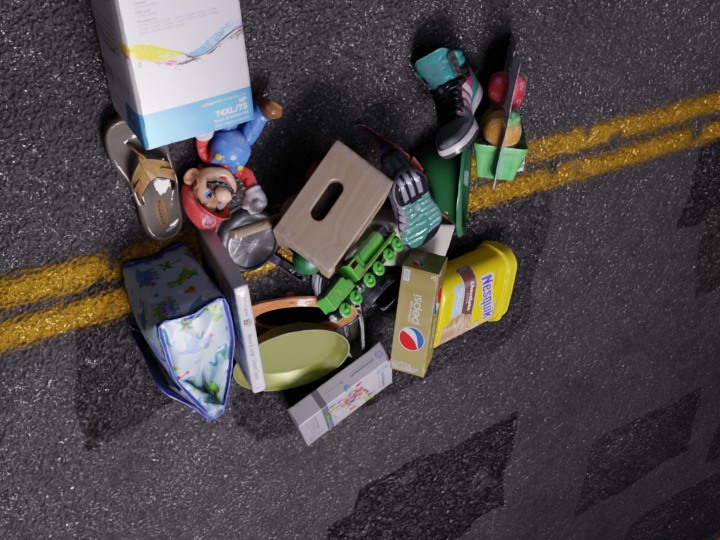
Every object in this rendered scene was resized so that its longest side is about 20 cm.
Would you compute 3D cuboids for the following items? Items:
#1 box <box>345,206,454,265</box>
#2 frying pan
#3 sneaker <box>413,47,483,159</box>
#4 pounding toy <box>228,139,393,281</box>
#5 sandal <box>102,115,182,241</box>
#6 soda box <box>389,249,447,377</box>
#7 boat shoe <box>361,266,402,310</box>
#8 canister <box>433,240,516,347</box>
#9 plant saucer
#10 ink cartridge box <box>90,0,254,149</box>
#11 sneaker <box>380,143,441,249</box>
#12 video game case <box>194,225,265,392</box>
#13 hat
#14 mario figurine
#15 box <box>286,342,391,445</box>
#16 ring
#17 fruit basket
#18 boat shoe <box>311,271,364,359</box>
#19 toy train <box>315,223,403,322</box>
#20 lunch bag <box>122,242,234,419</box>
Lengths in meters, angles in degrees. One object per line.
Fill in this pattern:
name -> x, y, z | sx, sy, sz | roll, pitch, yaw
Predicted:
box -> 0.056, -0.058, 1.393 | 0.197, 0.068, 0.083 | 2, 117, -36
frying pan -> -0.159, -0.018, 1.297 | 0.114, 0.031, 0.192 | -33, 129, -12
sneaker -> 0.128, -0.268, 1.253 | 0.083, 0.202, 0.121 | -22, 123, 30
pounding toy -> -0.069, -0.078, 1.201 | 0.141, 0.184, 0.201 | 36, 84, 1
sandal -> -0.284, -0.118, 1.123 | 0.081, 0.055, 0.203 | -24, 129, -21
soda box -> 0.096, 0.072, 1.393 | 0.068, 0.063, 0.203 | -53, 154, -58
boat shoe -> 0.038, 0.030, 1.401 | 0.075, 0.062, 0.199 | -51, 163, 15
canister -> 0.183, 0.044, 1.506 | 0.198, 0.086, 0.151 | -21, 130, -39
plant saucer -> -0.116, 0.139, 1.379 | 0.196, 0.031, 0.201 | -13, 150, -8
ink cartridge box -> -0.229, -0.280, 0.995 | 0.144, 0.147, 0.203 | -20, 129, -22
sneaker -> 0.074, -0.116, 1.293 | 0.074, 0.088, 0.201 | -27, 150, -6
video game case -> -0.188, 0.045, 1.195 | 0.023, 0.200, 0.185 | -17, 127, -18
hat -> 0.091, -0.161, 1.372 | 0.173, 0.166, 0.203 | 5, 118, 11
mario figurine -> -0.175, -0.147, 1.140 | 0.122, 0.106, 0.203 | 26, 97, 3
box -> -0.032, 0.223, 1.487 | 0.199, 0.041, 0.156 | -36, 160, -13
ring -> -0.103, 0.068, 1.315 | 0.196, 0.020, 0.201 | -4, 161, -1
fruit basket -> 0.235, -0.254, 1.330 | 0.092, 0.186, 0.203 | 13, 118, -1
boat shoe -> -0.025, 0.066, 1.413 | 0.071, 0.071, 0.202 | -31, 131, -14
toy train -> 0.000, 0.000, 1.265 | 0.057, 0.042, 0.201 | 48, 51, -12
lunch bag -> -0.256, 0.094, 1.200 | 0.126, 0.170, 0.203 | -23, 131, -20
